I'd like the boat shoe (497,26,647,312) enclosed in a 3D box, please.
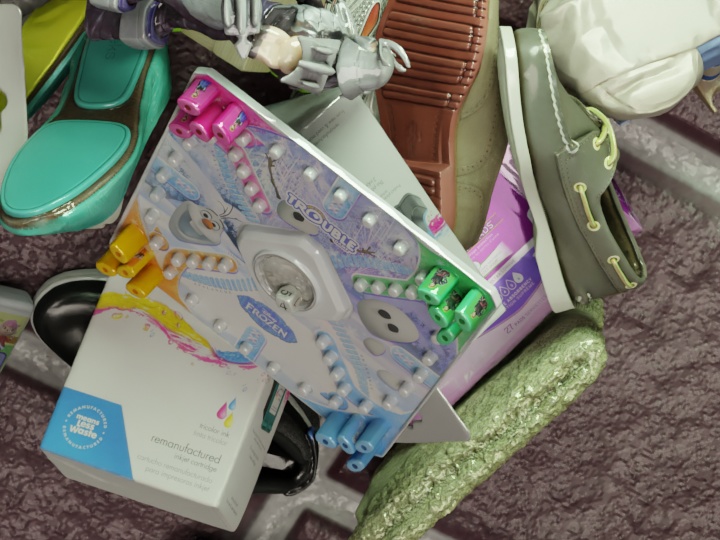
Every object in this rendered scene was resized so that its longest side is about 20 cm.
[{"bbox_3d":[0.120,-0.062,1.611,0.060,0.072,0.202,-10,131,8],"label":"boat shoe"}]

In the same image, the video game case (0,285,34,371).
[{"bbox_3d":[-0.322,0.069,1.702,0.200,0.022,0.182,15,116,-35],"label":"video game case"}]

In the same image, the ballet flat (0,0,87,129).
[{"bbox_3d":[-0.221,-0.097,1.665,0.067,0.067,0.200,32,108,-3],"label":"ballet flat"}]

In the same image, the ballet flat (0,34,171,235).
[{"bbox_3d":[-0.146,-0.066,1.571,0.067,0.200,0.070,2,130,15],"label":"ballet flat"}]

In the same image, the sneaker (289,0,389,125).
[{"bbox_3d":[-0.014,-0.148,1.647,0.082,0.078,0.200,11,105,-35],"label":"sneaker"}]

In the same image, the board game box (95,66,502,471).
[{"bbox_3d":[-0.040,0.006,1.523,0.200,0.026,0.200,38,146,3],"label":"board game box"}]

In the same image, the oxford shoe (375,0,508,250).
[{"bbox_3d":[0.052,-0.103,1.628,0.075,0.070,0.200,-9,114,-52],"label":"oxford shoe"}]

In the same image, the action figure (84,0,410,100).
[{"bbox_3d":[-0.063,-0.135,1.479,0.200,0.130,0.069,19,87,22],"label":"action figure"}]

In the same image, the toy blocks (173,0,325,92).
[{"bbox_3d":[-0.079,-0.206,1.587,0.100,0.200,0.137,-4,122,-54],"label":"toy blocks"}]

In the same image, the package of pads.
[{"bbox_3d":[0.061,-0.008,1.722,0.200,0.076,0.120,-44,109,12],"label":"package of pads"}]

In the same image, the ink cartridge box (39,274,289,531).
[{"bbox_3d":[-0.096,0.039,1.659,0.116,0.067,0.200,17,75,13],"label":"ink cartridge box"}]

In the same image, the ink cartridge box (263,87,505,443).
[{"bbox_3d":[0.000,0.000,1.580,0.068,0.115,0.200,-43,108,-27],"label":"ink cartridge box"}]

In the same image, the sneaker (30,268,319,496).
[{"bbox_3d":[-0.108,0.071,1.718,0.200,0.112,0.073,26,108,-16],"label":"sneaker"}]

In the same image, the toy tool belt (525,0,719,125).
[{"bbox_3d":[0.193,-0.155,1.665,0.200,0.123,0.125,-27,86,-9],"label":"toy tool belt"}]

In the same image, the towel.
[{"bbox_3d":[0.073,0.093,1.731,0.200,0.148,0.036,-42,98,12],"label":"towel"}]

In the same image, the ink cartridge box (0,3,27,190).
[{"bbox_3d":[-0.277,-0.090,1.611,0.200,0.067,0.117,-3,89,12],"label":"ink cartridge box"}]
